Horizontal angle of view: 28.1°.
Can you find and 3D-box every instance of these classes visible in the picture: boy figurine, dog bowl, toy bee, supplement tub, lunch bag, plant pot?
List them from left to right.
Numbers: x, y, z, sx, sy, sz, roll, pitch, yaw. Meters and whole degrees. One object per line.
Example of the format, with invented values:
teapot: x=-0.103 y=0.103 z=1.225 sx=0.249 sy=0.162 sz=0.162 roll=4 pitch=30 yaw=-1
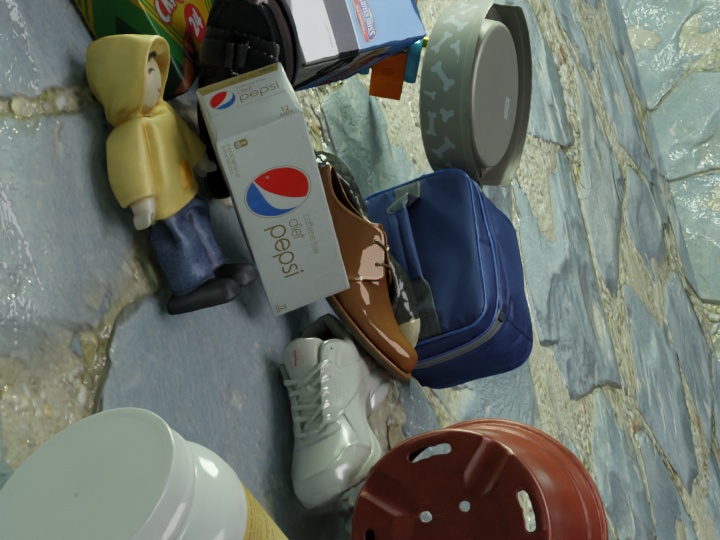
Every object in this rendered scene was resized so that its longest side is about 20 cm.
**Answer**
boy figurine: x=-0.137 y=-0.074 z=1.028 sx=0.124 sy=0.064 sz=0.201 roll=-41 pitch=116 yaw=-65
supplement tub: x=-0.104 y=0.187 z=0.807 sx=0.200 sy=0.144 sz=0.145 roll=57 pitch=27 yaw=-34
toy bee: x=0.043 y=-0.244 z=1.453 sx=0.130 sy=0.200 sz=0.109 roll=14 pitch=82 yaw=-19
lunch bag: x=0.075 y=-0.001 z=1.378 sx=0.132 sy=0.135 sz=0.201 roll=40 pitch=36 yaw=-55
plant pot: x=0.085 y=0.205 z=1.122 sx=0.195 sy=0.200 sz=0.202 roll=40 pitch=37 yaw=-72
dog bowl: x=0.116 y=-0.176 z=1.438 sx=0.200 sy=0.058 sz=0.201 roll=7 pitch=90 yaw=-67

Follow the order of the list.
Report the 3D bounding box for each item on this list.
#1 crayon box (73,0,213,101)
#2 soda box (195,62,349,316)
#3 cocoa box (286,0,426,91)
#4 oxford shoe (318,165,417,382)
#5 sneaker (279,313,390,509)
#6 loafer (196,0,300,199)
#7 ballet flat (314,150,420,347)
crayon box: x=-0.176 y=-0.236 z=1.068 sx=0.200 sy=0.051 sz=0.127 roll=61 pitch=25 yaw=-26
soda box: x=-0.063 y=-0.058 z=1.089 sx=0.200 sy=0.068 sz=0.064 roll=76 pitch=-8 yaw=-50
cocoa box: x=-0.057 y=-0.257 z=1.197 sx=0.131 sy=0.133 sz=0.201 roll=-19 pitch=91 yaw=-35
oxford shoe: x=0.000 y=0.000 z=1.212 sx=0.200 sy=0.071 sz=0.071 roll=59 pitch=8 yaw=10
sneaker: x=-0.035 y=0.106 z=1.144 sx=0.100 sy=0.078 sz=0.200 roll=56 pitch=18 yaw=-22
loafer: x=-0.090 y=-0.131 z=1.082 sx=0.200 sy=0.072 sz=0.063 roll=102 pitch=7 yaw=-53
ballet flat: x=-0.007 y=-0.012 z=1.288 sx=0.200 sy=0.066 sz=0.057 roll=63 pitch=16 yaw=-5
